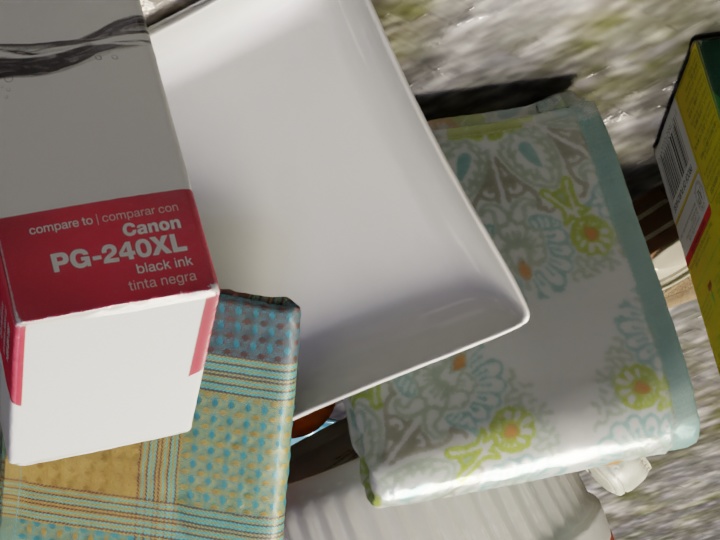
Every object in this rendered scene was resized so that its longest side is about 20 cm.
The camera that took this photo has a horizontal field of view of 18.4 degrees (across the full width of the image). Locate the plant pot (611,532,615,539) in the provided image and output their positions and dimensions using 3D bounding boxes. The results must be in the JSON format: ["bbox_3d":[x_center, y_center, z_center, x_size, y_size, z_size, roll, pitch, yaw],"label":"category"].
[{"bbox_3d":[0.056,0.216,1.599,0.200,0.202,0.195,-25,145,26],"label":"plant pot"}]

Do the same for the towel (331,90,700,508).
[{"bbox_3d":[0.063,0.011,1.110,0.170,0.201,0.048,-11,155,-10],"label":"towel"}]

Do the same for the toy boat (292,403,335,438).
[{"bbox_3d":[-0.075,0.064,1.176,0.130,0.131,0.200,-3,-167,21],"label":"toy boat"}]

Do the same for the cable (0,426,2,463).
[{"bbox_3d":[-0.194,0.083,1.158,0.069,0.201,0.200,6,165,19],"label":"cable"}]

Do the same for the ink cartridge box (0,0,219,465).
[{"bbox_3d":[-0.125,-0.043,0.917,0.083,0.201,0.145,-10,156,-14],"label":"ink cartridge box"}]

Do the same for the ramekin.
[{"bbox_3d":[0.025,0.132,1.192,0.199,0.106,0.200,-23,-176,2],"label":"ramekin"}]

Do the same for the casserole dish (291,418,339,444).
[{"bbox_3d":[-0.022,0.148,1.359,0.199,0.122,0.039,11,-173,-20],"label":"casserole dish"}]

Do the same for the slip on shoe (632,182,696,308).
[{"bbox_3d":[0.131,0.012,1.259,0.199,0.076,0.061,-28,127,-14],"label":"slip on shoe"}]

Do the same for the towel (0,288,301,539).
[{"bbox_3d":[-0.105,0.097,1.077,0.146,0.201,0.022,10,-160,9],"label":"towel"}]

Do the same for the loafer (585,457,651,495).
[{"bbox_3d":[0.107,0.022,1.167,0.069,0.201,0.070,-26,159,1],"label":"loafer"}]

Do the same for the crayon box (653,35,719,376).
[{"bbox_3d":[0.210,-0.006,1.152,0.050,0.201,0.127,-9,156,-7],"label":"crayon box"}]

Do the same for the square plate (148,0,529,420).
[{"bbox_3d":[-0.046,-0.030,1.041,0.197,0.201,0.028,-24,-168,22],"label":"square plate"}]
